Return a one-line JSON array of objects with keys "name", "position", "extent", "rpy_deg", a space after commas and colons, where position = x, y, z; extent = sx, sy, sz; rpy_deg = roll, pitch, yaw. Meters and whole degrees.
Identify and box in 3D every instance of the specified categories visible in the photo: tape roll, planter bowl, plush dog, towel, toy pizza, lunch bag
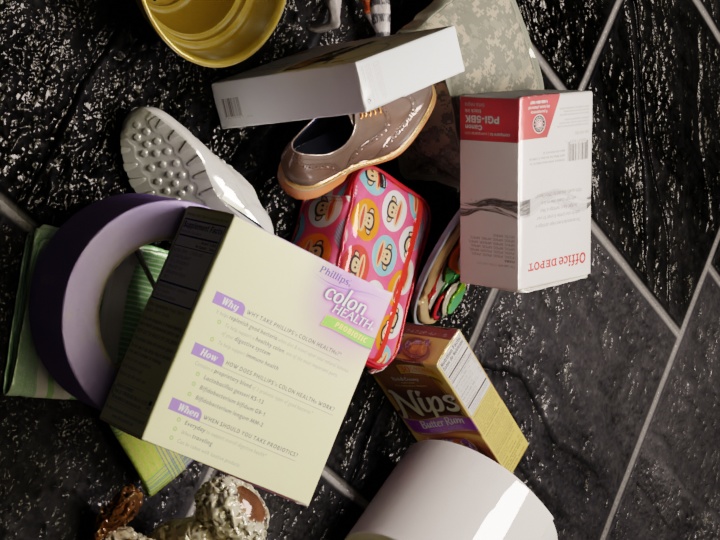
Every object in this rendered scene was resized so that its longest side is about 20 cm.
[{"name": "tape roll", "position": [0.096, 0.303, 1.861], "extent": [0.139, 0.202, 0.204], "rpy_deg": [-51, 130, -30]}, {"name": "planter bowl", "position": [-0.159, -0.288, 1.573], "extent": [0.200, 0.083, 0.202], "rpy_deg": [-8, 100, -48]}, {"name": "plush dog", "position": [-0.190, 0.293, 1.603], "extent": [0.171, 0.160, 0.202], "rpy_deg": [12, 70, -31]}, {"name": "towel", "position": [-0.235, 0.045, 1.578], "extent": [0.199, 0.023, 0.154], "rpy_deg": [9, 89, -49]}, {"name": "toy pizza", "position": [0.122, -0.021, 1.898], "extent": [0.201, 0.032, 0.201], "rpy_deg": [-52, 164, -22]}, {"name": "towel", "position": [-0.164, 0.103, 1.635], "extent": [0.200, 0.023, 0.144], "rpy_deg": [-47, 129, -31]}, {"name": "tape roll", "position": [-0.186, 0.034, 1.515], "extent": [0.198, 0.085, 0.202], "rpy_deg": [-4, 98, -30]}, {"name": "lunch bag", "position": [0.000, 0.000, 1.805], "extent": [0.176, 0.081, 0.202], "rpy_deg": [29, 72, -52]}, {"name": "lunch bag", "position": [0.107, -0.215, 1.864], "extent": [0.164, 0.117, 0.201], "rpy_deg": [-41, 130, -37]}]

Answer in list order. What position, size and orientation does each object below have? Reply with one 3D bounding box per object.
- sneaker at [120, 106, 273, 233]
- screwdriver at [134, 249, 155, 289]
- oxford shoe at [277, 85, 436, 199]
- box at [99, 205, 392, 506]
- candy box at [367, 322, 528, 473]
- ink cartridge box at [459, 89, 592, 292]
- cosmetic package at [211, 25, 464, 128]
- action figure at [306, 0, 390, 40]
[{"name": "sneaker", "position": [-0.155, -0.084, 1.626], "extent": [0.200, 0.076, 0.081], "rpy_deg": [51, 26, -29]}, {"name": "screwdriver", "position": [-0.169, 0.053, 1.584], "extent": [0.028, 0.029, 0.201], "rpy_deg": [-42, 125, -34]}, {"name": "oxford shoe", "position": [0.003, -0.147, 1.725], "extent": [0.200, 0.071, 0.073], "rpy_deg": [-39, 160, -25]}, {"name": "box", "position": [-0.097, 0.073, 1.469], "extent": [0.175, 0.096, 0.201], "rpy_deg": [26, 84, -31]}, {"name": "candy box", "position": [0.093, 0.143, 1.899], "extent": [0.057, 0.116, 0.201], "rpy_deg": [-55, 131, -29]}, {"name": "ink cartridge box", "position": [0.175, -0.088, 1.812], "extent": [0.146, 0.082, 0.202], "rpy_deg": [-11, 103, -51]}, {"name": "cosmetic package", "position": [-0.023, -0.186, 1.655], "extent": [0.150, 0.199, 0.052], "rpy_deg": [-24, 106, -45]}, {"name": "action figure", "position": [0.029, -0.329, 1.774], "extent": [0.199, 0.104, 0.195], "rpy_deg": [6, 101, -46]}]
